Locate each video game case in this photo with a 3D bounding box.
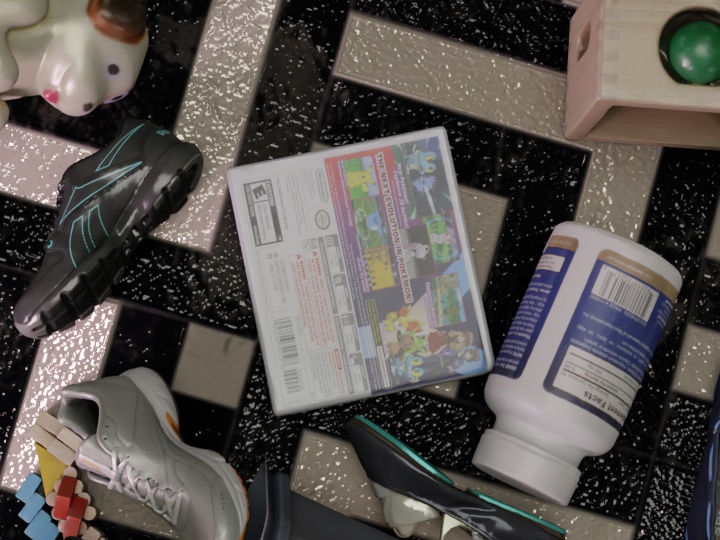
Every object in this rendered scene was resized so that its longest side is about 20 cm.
[{"bbox_3d":[0.000,0.000,1.635,0.180,0.023,0.202,-11,83,-4],"label":"video game case"}]

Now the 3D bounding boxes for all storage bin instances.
[{"bbox_3d":[-0.047,0.264,1.541,0.133,0.146,0.201,21,108,-11],"label":"storage bin"}]

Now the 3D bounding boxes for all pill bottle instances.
[{"bbox_3d":[0.163,0.074,1.589,0.110,0.111,0.202,25,82,0],"label":"pill bottle"}]

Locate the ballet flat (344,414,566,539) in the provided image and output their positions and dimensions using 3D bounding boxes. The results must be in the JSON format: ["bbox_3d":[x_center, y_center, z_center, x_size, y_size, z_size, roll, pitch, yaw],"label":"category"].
[{"bbox_3d":[0.064,0.187,1.593,0.199,0.073,0.074,29,82,-2],"label":"ballet flat"}]

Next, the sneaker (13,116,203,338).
[{"bbox_3d":[-0.210,-0.034,1.610,0.079,0.076,0.200,36,74,13],"label":"sneaker"}]

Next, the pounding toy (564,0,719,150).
[{"bbox_3d":[0.265,-0.182,1.582,0.182,0.200,0.144,4,82,-3],"label":"pounding toy"}]

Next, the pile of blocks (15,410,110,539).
[{"bbox_3d":[-0.228,0.207,1.575,0.081,0.062,0.202,-17,84,-5],"label":"pile of blocks"}]

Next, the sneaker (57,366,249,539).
[{"bbox_3d":[-0.161,0.152,1.532,0.200,0.091,0.076,45,125,38],"label":"sneaker"}]

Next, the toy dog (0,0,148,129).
[{"bbox_3d":[-0.263,-0.192,1.601,0.199,0.140,0.195,27,46,2],"label":"toy dog"}]

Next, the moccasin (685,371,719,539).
[{"bbox_3d":[0.311,0.137,1.611,0.080,0.068,0.202,12,82,-2],"label":"moccasin"}]

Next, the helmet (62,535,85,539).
[{"bbox_3d":[-0.215,0.309,1.459,0.199,0.200,0.191,-37,76,-7],"label":"helmet"}]
